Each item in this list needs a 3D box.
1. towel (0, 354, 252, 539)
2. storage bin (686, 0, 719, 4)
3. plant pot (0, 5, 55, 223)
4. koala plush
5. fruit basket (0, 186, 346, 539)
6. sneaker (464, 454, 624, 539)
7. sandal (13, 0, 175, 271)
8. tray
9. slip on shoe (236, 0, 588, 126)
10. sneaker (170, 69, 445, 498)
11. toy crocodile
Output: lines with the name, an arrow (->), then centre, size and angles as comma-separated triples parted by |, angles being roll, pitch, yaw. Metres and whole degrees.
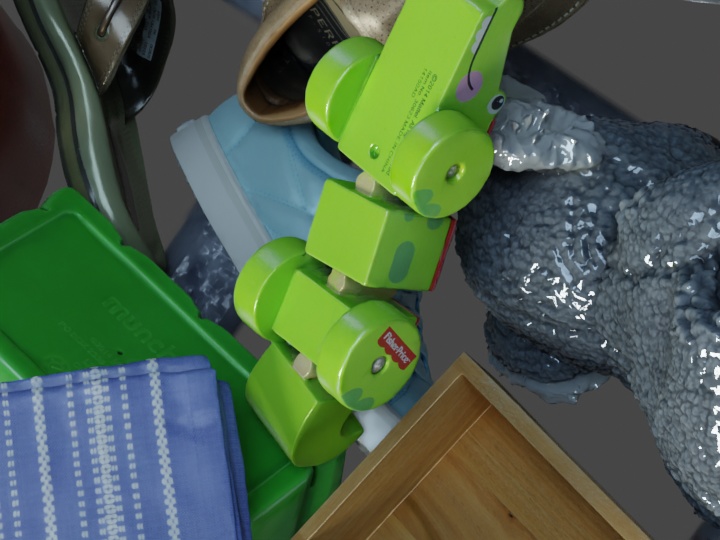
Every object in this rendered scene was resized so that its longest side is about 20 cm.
towel -> -0.135, 0.111, 0.937 | 0.199, 0.024, 0.146 | -8, 69, -7
storage bin -> 0.193, -0.152, 0.990 | 0.199, 0.135, 0.094 | -1, 103, -14
plant pot -> -0.221, -0.072, 1.066 | 0.199, 0.195, 0.202 | -2, 79, 10
koala plush -> 0.116, -0.002, 0.993 | 0.199, 0.178, 0.184 | 20, 54, 32
fruit basket -> -0.127, 0.102, 1.064 | 0.215, 0.155, 0.217 | 20, 125, 31
sneaker -> 0.124, 0.158, 0.990 | 0.076, 0.115, 0.200 | -39, 51, 6
sandal -> -0.102, -0.094, 1.110 | 0.057, 0.080, 0.202 | -16, 86, 12
tray -> 0.068, 0.128, 0.943 | 0.099, 0.037, 0.200 | -47, 51, 2
slip on shoe -> 0.021, -0.105, 1.004 | 0.076, 0.199, 0.061 | 55, 52, -15
sneaker -> 0.000, 0.000, 1.066 | 0.082, 0.074, 0.201 | -35, 70, 6
toy crocodile -> 0.009, -0.018, 0.960 | 0.067, 0.062, 0.201 | 35, 112, 39
